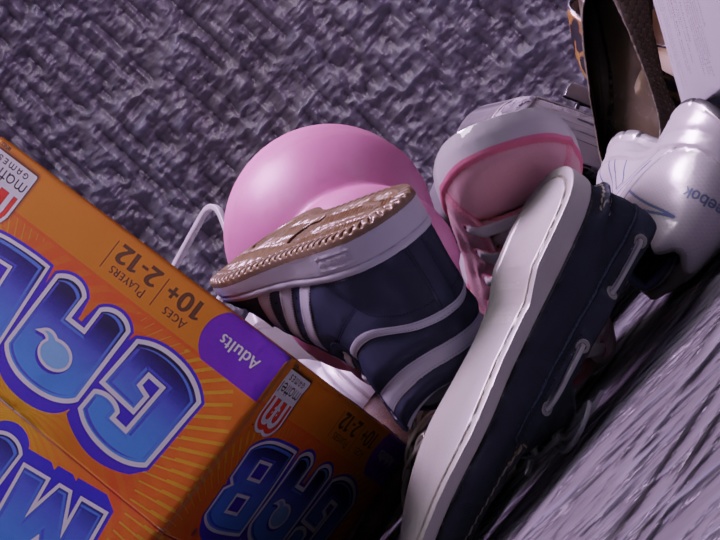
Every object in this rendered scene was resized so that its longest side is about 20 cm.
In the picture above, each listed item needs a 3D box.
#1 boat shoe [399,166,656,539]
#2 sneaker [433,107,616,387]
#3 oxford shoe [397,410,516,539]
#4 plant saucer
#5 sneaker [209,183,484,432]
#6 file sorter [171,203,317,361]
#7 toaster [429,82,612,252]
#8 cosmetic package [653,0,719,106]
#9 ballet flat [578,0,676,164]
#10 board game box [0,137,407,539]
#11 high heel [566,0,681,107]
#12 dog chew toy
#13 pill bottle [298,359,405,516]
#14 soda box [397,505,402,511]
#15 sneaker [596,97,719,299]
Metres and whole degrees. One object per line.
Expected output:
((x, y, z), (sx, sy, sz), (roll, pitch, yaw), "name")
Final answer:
((0.077, 0.052, 1.107), (0.201, 0.062, 0.075), (-67, 16, -12), "boat shoe")
((0.089, 0.001, 1.192), (0.075, 0.105, 0.200), (-19, -24, -3), "sneaker")
((0.047, 0.097, 1.220), (0.075, 0.058, 0.200), (-46, 2, 24), "oxford shoe")
((-0.003, 0.131, 1.356), (0.201, 0.037, 0.200), (-59, -7, -11), "plant saucer")
((-0.003, 0.024, 1.209), (0.070, 0.109, 0.200), (-39, 11, -24), "sneaker")
((-0.027, 0.041, 1.652), (0.199, 0.125, 0.139), (5, -44, -30), "file sorter")
((0.095, -0.013, 1.429), (0.129, 0.113, 0.201), (146, 145, -80), "toaster")
((0.213, -0.136, 1.124), (0.112, 0.082, 0.200), (-15, -5, -7), "cosmetic package")
((0.148, -0.104, 1.340), (0.046, 0.201, 0.067), (-5, -3, -43), "ballet flat")
((-0.133, 0.092, 1.200), (0.200, 0.200, 0.200), (-53, -24, -3), "board game box")
((0.196, -0.135, 1.341), (0.071, 0.143, 0.200), (-44, -2, -31), "high heel")
((0.000, 0.000, 1.334), (0.125, 0.124, 0.200), (-48, 35, 7), "dog chew toy")
((-0.034, 0.133, 1.496), (0.200, 0.109, 0.109), (-55, -1, 11), "pill bottle")
((-0.006, 0.131, 1.610), (0.200, 0.064, 0.068), (-48, 40, 30), "soda box")
((0.150, -0.027, 1.228), (0.087, 0.074, 0.200), (-58, 0, -12), "sneaker")
